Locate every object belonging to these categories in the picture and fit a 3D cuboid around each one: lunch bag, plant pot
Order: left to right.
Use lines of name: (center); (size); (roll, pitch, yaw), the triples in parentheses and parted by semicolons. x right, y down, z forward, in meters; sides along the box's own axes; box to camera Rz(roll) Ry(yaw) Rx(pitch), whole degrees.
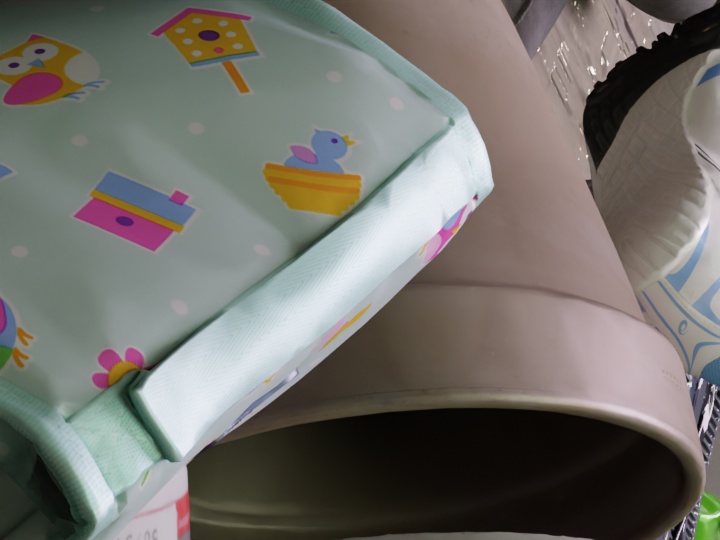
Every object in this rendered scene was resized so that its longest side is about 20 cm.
lunch bag: (-0.087, 0.006, 0.700); (0.170, 0.200, 0.122); (-38, 125, -45)
plant pot: (0.000, 0.000, 0.942); (0.200, 0.200, 0.174); (37, 43, -58)

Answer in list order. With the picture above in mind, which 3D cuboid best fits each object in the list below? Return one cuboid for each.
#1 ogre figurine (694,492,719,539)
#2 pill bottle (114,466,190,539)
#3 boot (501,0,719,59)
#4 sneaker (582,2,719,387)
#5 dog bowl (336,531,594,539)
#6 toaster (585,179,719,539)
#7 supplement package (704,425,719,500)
ogre figurine: (0.071, 0.174, 1.160); (0.200, 0.098, 0.120); (-48, 143, -42)
pill bottle: (-0.100, 0.147, 0.804); (0.114, 0.114, 0.200); (-13, 103, -63)
boot: (0.083, -0.128, 1.206); (0.182, 0.072, 0.200); (57, 34, -28)
sneaker: (0.120, -0.031, 1.043); (0.073, 0.072, 0.200); (52, 28, -23)
dog bowl: (0.035, 0.142, 0.961); (0.200, 0.200, 0.059); (41, 44, -57)
toaster: (0.062, 0.057, 1.105); (0.114, 0.129, 0.200); (54, 44, -50)
supplement package: (0.208, 0.090, 1.369); (0.111, 0.155, 0.200); (4, 88, -62)
